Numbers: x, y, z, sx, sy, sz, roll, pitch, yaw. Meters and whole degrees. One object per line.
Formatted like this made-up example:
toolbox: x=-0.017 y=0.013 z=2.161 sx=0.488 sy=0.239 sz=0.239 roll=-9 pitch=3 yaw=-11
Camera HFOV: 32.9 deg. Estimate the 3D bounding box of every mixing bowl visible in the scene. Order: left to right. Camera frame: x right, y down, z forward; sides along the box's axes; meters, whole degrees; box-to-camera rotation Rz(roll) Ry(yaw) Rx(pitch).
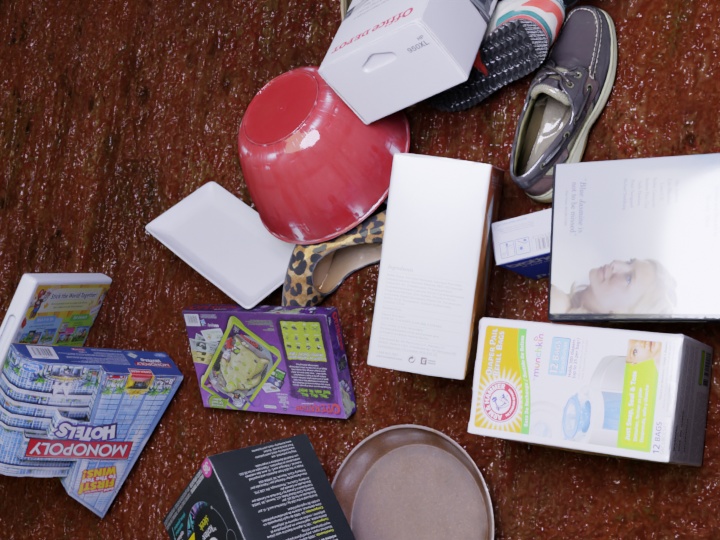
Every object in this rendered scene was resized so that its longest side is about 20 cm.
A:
mixing bowl: x=-0.057 y=-0.142 z=1.301 sx=0.198 sy=0.108 sz=0.203 roll=-20 pitch=48 yaw=23

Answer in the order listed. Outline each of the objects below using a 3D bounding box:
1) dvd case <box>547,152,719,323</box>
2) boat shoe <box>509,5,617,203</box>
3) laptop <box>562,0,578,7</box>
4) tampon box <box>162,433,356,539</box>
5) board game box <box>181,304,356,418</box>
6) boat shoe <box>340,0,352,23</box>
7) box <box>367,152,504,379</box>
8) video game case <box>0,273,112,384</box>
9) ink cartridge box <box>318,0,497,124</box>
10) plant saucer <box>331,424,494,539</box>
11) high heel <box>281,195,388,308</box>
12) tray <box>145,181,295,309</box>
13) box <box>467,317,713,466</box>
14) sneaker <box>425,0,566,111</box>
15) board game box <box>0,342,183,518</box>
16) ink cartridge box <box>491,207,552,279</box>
dvd case: x=0.258 y=-0.027 z=1.058 sx=0.197 sy=0.017 sz=0.145 roll=-1 pitch=80 yaw=31
boat shoe: x=0.199 y=-0.170 z=1.206 sx=0.072 sy=0.064 sz=0.203 roll=12 pitch=86 yaw=36
laptop: x=0.283 y=-0.382 z=1.199 sx=0.197 sy=0.116 sz=0.190 roll=-10 pitch=72 yaw=-12
tampon box: x=-0.092 y=0.298 z=1.240 sx=0.150 sy=0.125 sz=0.202 roll=-54 pitch=55 yaw=43
board game box: x=-0.102 y=0.098 z=1.341 sx=0.197 sy=0.032 sz=0.122 roll=1 pitch=106 yaw=32
boat shoe: x=0.012 y=-0.314 z=1.354 sx=0.072 sy=0.062 sz=0.204 roll=-11 pitch=75 yaw=31
box: x=0.076 y=-0.007 z=1.191 sx=0.096 sy=0.124 sz=0.204 roll=8 pitch=94 yaw=12
video game case: x=-0.381 y=0.089 z=1.453 sx=0.023 sy=0.200 sz=0.184 roll=27 pitch=96 yaw=12
ink cartridge box: x=0.058 y=-0.262 z=1.233 sx=0.143 sy=0.084 sz=0.202 roll=-19 pitch=38 yaw=43
plant saucer: x=0.053 y=0.260 z=1.239 sx=0.198 sy=0.034 sz=0.204 roll=-7 pitch=77 yaw=33
high heel: x=0.000 y=0.000 z=1.301 sx=0.142 sy=0.071 sz=0.202 roll=33 pitch=96 yaw=31
tray: x=-0.150 y=-0.027 z=1.401 sx=0.107 sy=0.022 sz=0.199 roll=-38 pitch=52 yaw=-23
box: x=0.210 y=0.111 z=1.125 sx=0.197 sy=0.101 sz=0.115 roll=5 pitch=83 yaw=33
sneaker: x=0.135 y=-0.232 z=1.264 sx=0.199 sy=0.071 sz=0.094 roll=-18 pitch=27 yaw=51
board game box: x=-0.331 y=0.191 z=1.423 sx=0.062 sy=0.198 sz=0.203 roll=41 pitch=117 yaw=48
ink cartridge box: x=0.232 y=-0.038 z=1.144 sx=0.197 sy=0.094 sz=0.045 roll=-14 pitch=74 yaw=30
